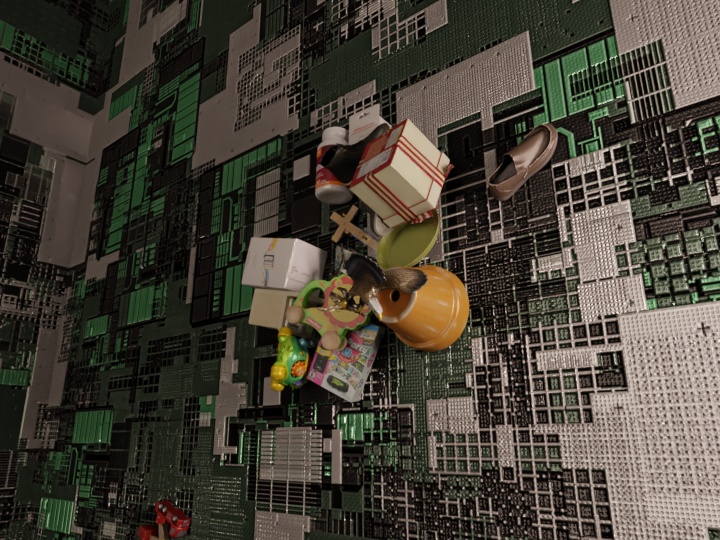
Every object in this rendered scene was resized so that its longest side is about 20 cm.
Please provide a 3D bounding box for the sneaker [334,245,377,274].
[{"bbox_3d":[0.000,0.000,1.434,0.199,0.077,0.088,28,107,48],"label":"sneaker"}]

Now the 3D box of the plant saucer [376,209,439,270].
[{"bbox_3d":[0.124,-0.076,1.333,0.198,0.031,0.202,-34,35,27],"label":"plant saucer"}]

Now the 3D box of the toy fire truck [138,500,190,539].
[{"bbox_3d":[-0.635,0.830,1.713,0.197,0.048,0.144,11,84,40],"label":"toy fire truck"}]

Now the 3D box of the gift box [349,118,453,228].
[{"bbox_3d":[0.111,-0.225,1.295,0.198,0.186,0.187,-14,46,50],"label":"gift box"}]

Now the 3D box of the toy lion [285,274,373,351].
[{"bbox_3d":[-0.066,0.090,1.340,0.198,0.069,0.194,30,89,24],"label":"toy lion"}]

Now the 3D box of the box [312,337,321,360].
[{"bbox_3d":[-0.075,0.173,1.454,0.038,0.041,0.203,27,95,40],"label":"box"}]

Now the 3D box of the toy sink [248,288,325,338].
[{"bbox_3d":[-0.203,0.125,1.515,0.197,0.129,0.115,2,78,38],"label":"toy sink"}]

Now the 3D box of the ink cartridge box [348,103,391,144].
[{"bbox_3d":[0.029,-0.354,1.506,0.115,0.067,0.204,-13,70,34],"label":"ink cartridge box"}]

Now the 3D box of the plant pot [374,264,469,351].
[{"bbox_3d":[0.123,0.075,1.226,0.197,0.182,0.205,-13,69,36],"label":"plant pot"}]

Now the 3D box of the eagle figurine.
[{"bbox_3d":[0.027,0.029,1.109,0.151,0.152,0.200,45,128,1],"label":"eagle figurine"}]

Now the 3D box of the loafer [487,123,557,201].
[{"bbox_3d":[0.364,-0.247,1.197,0.201,0.070,0.073,-53,51,14],"label":"loafer"}]

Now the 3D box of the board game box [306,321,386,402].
[{"bbox_3d":[-0.038,0.214,1.374,0.145,0.064,0.204,21,91,24],"label":"board game box"}]

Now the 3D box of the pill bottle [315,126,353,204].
[{"bbox_3d":[-0.074,-0.306,1.547,0.111,0.112,0.204,-11,70,36],"label":"pill bottle"}]

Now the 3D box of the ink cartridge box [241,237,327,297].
[{"bbox_3d":[-0.222,-0.008,1.558,0.197,0.146,0.148,5,79,39],"label":"ink cartridge box"}]

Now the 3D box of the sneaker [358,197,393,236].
[{"bbox_3d":[0.041,-0.160,1.426,0.105,0.075,0.203,-23,41,39],"label":"sneaker"}]

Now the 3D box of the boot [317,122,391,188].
[{"bbox_3d":[-0.009,-0.322,1.394,0.201,0.138,0.077,-53,54,10],"label":"boot"}]

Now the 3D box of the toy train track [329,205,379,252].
[{"bbox_3d":[-0.010,-0.107,1.493,0.199,0.032,0.116,37,94,34],"label":"toy train track"}]

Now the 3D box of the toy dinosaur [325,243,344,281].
[{"bbox_3d":[-0.070,0.028,1.431,0.088,0.046,0.204,-162,82,-75],"label":"toy dinosaur"}]

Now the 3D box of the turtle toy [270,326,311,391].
[{"bbox_3d":[-0.183,0.254,1.430,0.201,0.099,0.148,103,175,-55],"label":"turtle toy"}]
